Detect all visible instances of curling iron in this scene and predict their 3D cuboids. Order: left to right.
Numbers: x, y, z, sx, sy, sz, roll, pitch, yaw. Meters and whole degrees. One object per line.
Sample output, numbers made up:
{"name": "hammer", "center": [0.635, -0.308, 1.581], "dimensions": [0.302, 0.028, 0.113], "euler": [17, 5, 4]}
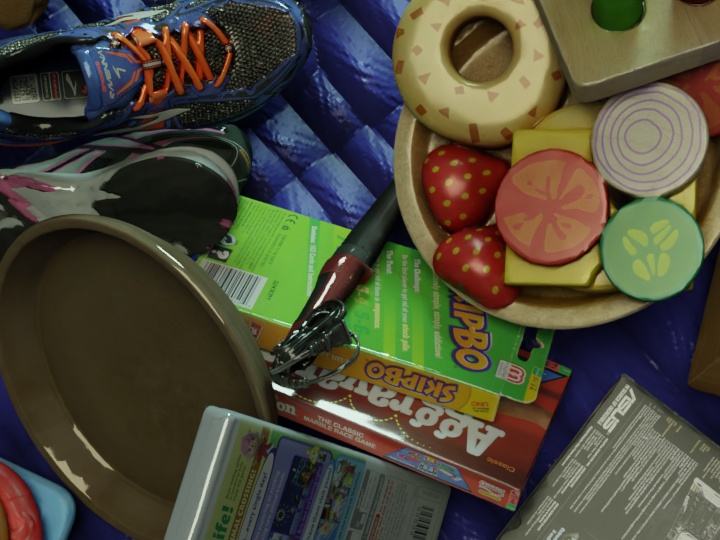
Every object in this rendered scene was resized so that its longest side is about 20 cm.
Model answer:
{"name": "curling iron", "center": [0.000, 0.000, 0.806], "dimensions": [0.049, 0.200, 0.026], "euler": [-15, 115, 29]}

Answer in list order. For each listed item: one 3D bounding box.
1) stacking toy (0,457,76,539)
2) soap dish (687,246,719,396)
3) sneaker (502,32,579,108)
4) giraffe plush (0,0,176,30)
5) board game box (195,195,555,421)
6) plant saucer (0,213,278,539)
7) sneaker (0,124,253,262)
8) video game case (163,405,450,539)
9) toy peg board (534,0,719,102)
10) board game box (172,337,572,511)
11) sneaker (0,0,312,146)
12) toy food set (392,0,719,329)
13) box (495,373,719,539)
{"name": "stacking toy", "center": [-0.237, 0.138, 0.771], "dimensions": [0.115, 0.200, 0.110], "euler": [23, 81, 11]}
{"name": "soap dish", "center": [0.277, -0.016, 0.806], "dimensions": [0.156, 0.081, 0.202], "euler": [15, 78, 10]}
{"name": "sneaker", "center": [0.150, -0.136, 0.851], "dimensions": [0.115, 0.076, 0.201], "euler": [39, 87, 12]}
{"name": "giraffe plush", "center": [-0.135, -0.205, 0.866], "dimensions": [0.161, 0.200, 0.174], "euler": [14, 86, -8]}
{"name": "board game box", "center": [0.007, 0.020, 0.828], "dimensions": [0.198, 0.030, 0.096], "euler": [15, 40, 9]}
{"name": "plant saucer", "center": [-0.119, 0.060, 0.805], "dimensions": [0.200, 0.201, 0.029], "euler": [40, 42, 14]}
{"name": "sneaker", "center": [-0.147, -0.041, 0.873], "dimensions": [0.198, 0.086, 0.081], "euler": [-3, 117, 22]}
{"name": "video game case", "center": [-0.040, 0.184, 0.752], "dimensions": [0.022, 0.182, 0.202], "euler": [11, 81, 42]}
{"name": "toy peg board", "center": [0.169, -0.219, 0.760], "dimensions": [0.198, 0.098, 0.201], "euler": [-18, 64, 2]}
{"name": "board game box", "center": [0.008, 0.055, 0.824], "dimensions": [0.199, 0.020, 0.103], "euler": [21, 42, 11]}
{"name": "sneaker", "center": [-0.121, -0.101, 0.792], "dimensions": [0.198, 0.078, 0.076], "euler": [-15, 100, 2]}
{"name": "toy food set", "center": [0.109, -0.070, 0.799], "dimensions": [0.196, 0.049, 0.202], "euler": [1, 81, 19]}
{"name": "box", "center": [0.141, 0.181, 0.793], "dimensions": [0.157, 0.050, 0.200], "euler": [37, 84, 13]}
